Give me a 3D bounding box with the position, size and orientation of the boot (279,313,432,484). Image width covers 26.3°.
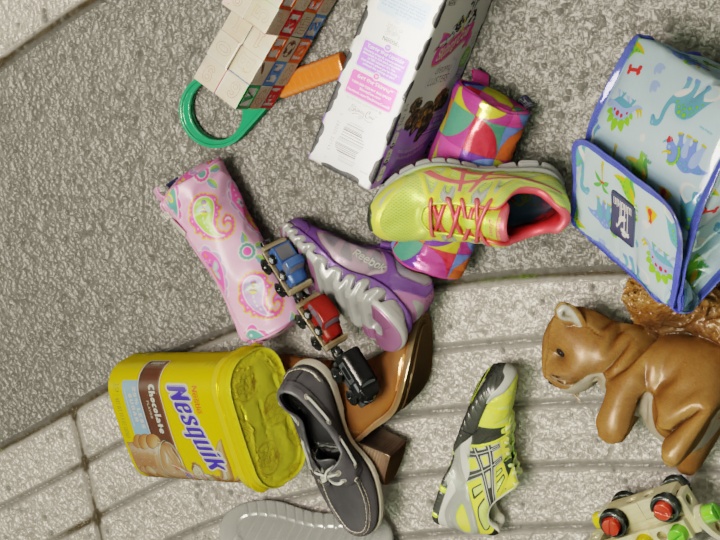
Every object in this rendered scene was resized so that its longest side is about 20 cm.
[{"bbox_3d":[-0.013,0.114,1.622,0.155,0.077,0.201,23,117,19],"label":"boot"}]

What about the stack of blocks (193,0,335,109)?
[{"bbox_3d":[-0.084,-0.258,1.519,0.058,0.115,0.201,37,108,15],"label":"stack of blocks"}]

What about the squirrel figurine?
[{"bbox_3d":[0.276,0.073,1.475,0.186,0.141,0.201,33,98,23],"label":"squirrel figurine"}]

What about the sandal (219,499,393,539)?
[{"bbox_3d":[-0.060,0.303,1.687,0.201,0.083,0.050,3,147,19],"label":"sandal"}]

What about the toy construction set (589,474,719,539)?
[{"bbox_3d":[0.303,0.271,1.510,0.199,0.092,0.132,-29,98,25],"label":"toy construction set"}]

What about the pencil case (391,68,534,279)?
[{"bbox_3d":[0.099,-0.091,1.518,0.088,0.088,0.201,27,109,14],"label":"pencil case"}]

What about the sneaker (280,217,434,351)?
[{"bbox_3d":[0.000,0.000,1.582,0.200,0.088,0.081,36,153,33],"label":"sneaker"}]

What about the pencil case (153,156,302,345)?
[{"bbox_3d":[-0.136,-0.019,1.623,0.087,0.087,0.201,-31,93,25],"label":"pencil case"}]

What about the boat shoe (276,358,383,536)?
[{"bbox_3d":[-0.037,0.193,1.582,0.072,0.063,0.201,-12,105,31],"label":"boat shoe"}]

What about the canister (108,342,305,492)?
[{"bbox_3d":[-0.168,0.156,1.647,0.199,0.086,0.149,-4,110,41],"label":"canister"}]

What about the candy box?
[{"bbox_3d":[0.044,-0.192,1.467,0.071,0.168,0.201,27,111,14],"label":"candy box"}]

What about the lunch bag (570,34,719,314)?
[{"bbox_3d":[0.282,-0.086,1.387,0.170,0.127,0.201,47,121,47],"label":"lunch bag"}]

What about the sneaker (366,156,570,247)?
[{"bbox_3d":[0.106,-0.058,1.437,0.199,0.090,0.079,-9,119,-8],"label":"sneaker"}]

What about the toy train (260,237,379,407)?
[{"bbox_3d":[-0.042,0.049,1.560,0.201,0.034,0.046,56,149,9],"label":"toy train"}]

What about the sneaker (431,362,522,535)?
[{"bbox_3d":[0.135,0.183,1.579,0.076,0.075,0.201,19,119,9],"label":"sneaker"}]

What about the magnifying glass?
[{"bbox_3d":[-0.103,-0.185,1.610,0.199,0.022,0.080,-16,96,26],"label":"magnifying glass"}]
